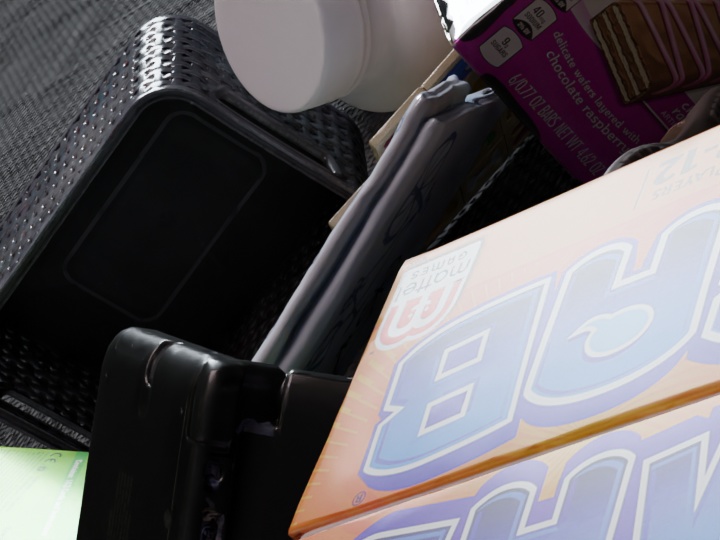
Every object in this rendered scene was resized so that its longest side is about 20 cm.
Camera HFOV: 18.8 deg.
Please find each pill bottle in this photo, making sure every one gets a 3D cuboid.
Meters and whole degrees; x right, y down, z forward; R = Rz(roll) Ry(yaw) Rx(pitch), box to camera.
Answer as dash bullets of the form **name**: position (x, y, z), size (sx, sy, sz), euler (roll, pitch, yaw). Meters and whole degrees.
- **pill bottle**: position (0.032, -0.141, 1.048), size (0.199, 0.113, 0.112), euler (-24, 8, -36)

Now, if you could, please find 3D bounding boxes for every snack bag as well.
- **snack bag**: position (0.000, 0.000, 0.918), size (0.189, 0.021, 0.200), euler (-59, -6, 14)

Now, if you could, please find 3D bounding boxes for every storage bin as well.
- **storage bin**: position (-0.098, -0.006, 1.070), size (0.200, 0.135, 0.094), euler (-52, 20, 20)

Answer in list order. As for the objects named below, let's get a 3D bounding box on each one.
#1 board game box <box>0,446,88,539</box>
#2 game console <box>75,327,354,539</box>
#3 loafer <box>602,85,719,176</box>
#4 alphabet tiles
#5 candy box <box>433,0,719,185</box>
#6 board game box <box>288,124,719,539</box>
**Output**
- **board game box**: position (-0.095, 0.113, 0.927), size (0.199, 0.030, 0.096), euler (-1, 27, 26)
- **game console**: position (-0.020, 0.130, 0.696), size (0.176, 0.116, 0.201), euler (-169, 88, -67)
- **loafer**: position (0.115, -0.007, 0.814), size (0.071, 0.073, 0.200), euler (-44, -5, 30)
- **alphabet tiles**: position (0.061, -0.080, 1.003), size (0.200, 0.006, 0.166), euler (-48, -16, -6)
- **candy box**: position (0.149, -0.121, 0.891), size (0.200, 0.136, 0.061), euler (-40, 27, 14)
- **board game box**: position (0.113, 0.100, 0.504), size (0.199, 0.200, 0.200), euler (-24, 30, 40)
